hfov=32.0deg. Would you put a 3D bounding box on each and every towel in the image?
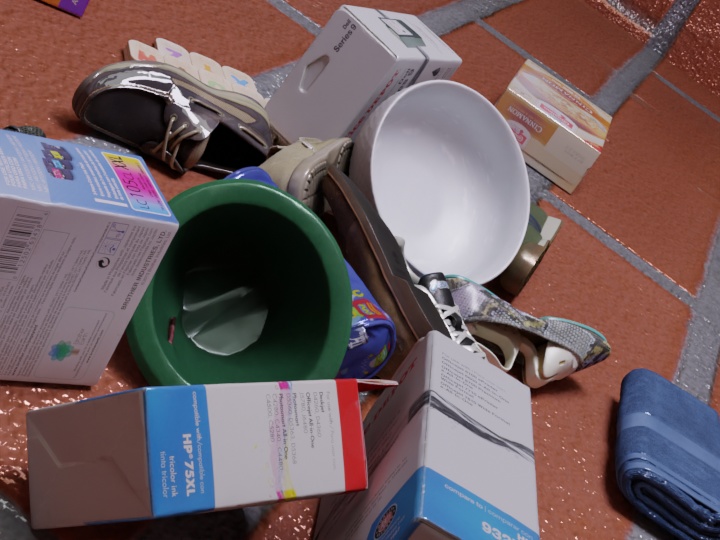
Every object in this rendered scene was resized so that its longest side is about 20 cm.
[{"bbox_3d":[0.278,0.167,1.134,0.111,0.049,0.200,33,26,-1],"label":"towel"}]

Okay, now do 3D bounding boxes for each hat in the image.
[{"bbox_3d":[-0.110,0.027,0.943,0.163,0.176,0.203,11,75,-19],"label":"hat"}]

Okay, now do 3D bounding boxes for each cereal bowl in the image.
[{"bbox_3d":[0.066,-0.076,1.204,0.198,0.083,0.203,8,77,-35],"label":"cereal bowl"}]

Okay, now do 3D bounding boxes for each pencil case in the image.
[{"bbox_3d":[-0.055,0.007,0.983,0.086,0.079,0.200,-17,54,-37],"label":"pencil case"}]

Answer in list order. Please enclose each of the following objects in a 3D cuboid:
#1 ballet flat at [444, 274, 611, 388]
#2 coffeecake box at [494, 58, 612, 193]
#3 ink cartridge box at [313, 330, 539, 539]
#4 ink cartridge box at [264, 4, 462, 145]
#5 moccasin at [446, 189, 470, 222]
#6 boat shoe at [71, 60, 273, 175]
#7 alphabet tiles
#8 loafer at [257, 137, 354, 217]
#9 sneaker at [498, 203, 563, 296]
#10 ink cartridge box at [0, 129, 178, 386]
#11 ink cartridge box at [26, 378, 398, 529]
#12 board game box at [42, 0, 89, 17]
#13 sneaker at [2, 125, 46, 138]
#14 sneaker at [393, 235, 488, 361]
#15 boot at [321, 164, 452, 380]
[{"bbox_3d":[0.144,0.069,1.144,0.198,0.072,0.072,22,27,-23],"label":"ballet flat"},{"bbox_3d":[0.261,-0.204,1.741,0.153,0.073,0.200,35,26,1],"label":"coffeecake box"},{"bbox_3d":[0.034,0.153,0.750,0.083,0.146,0.201,29,25,-9],"label":"ink cartridge box"},{"bbox_3d":[0.005,-0.188,1.300,0.084,0.146,0.200,43,22,12],"label":"ink cartridge box"},{"bbox_3d":[0.091,-0.096,1.357,0.077,0.074,0.202,16,20,-17],"label":"moccasin"},{"bbox_3d":[-0.156,-0.129,1.109,0.198,0.075,0.074,6,40,-37],"label":"boat shoe"},{"bbox_3d":[-0.144,-0.173,1.270,0.198,0.015,0.197,20,29,-28],"label":"alphabet tiles"},{"bbox_3d":[-0.053,-0.086,1.140,0.067,0.077,0.200,11,10,10],"label":"loafer"},{"bbox_3d":[0.154,-0.035,1.330,0.089,0.068,0.200,32,22,7],"label":"sneaker"},{"bbox_3d":[-0.226,-0.010,0.738,0.198,0.137,0.077,7,33,-44],"label":"ink cartridge box"},{"bbox_3d":[-0.077,0.103,0.725,0.198,0.115,0.068,3,77,-47],"label":"ink cartridge box"},{"bbox_3d":[-0.335,-0.417,1.251,0.198,0.201,0.201,19,29,-29],"label":"board game box"},{"bbox_3d":[-0.286,-0.078,0.863,0.198,0.077,0.114,34,23,-8],"label":"sneaker"},{"bbox_3d":[0.064,0.051,1.056,0.071,0.073,0.200,-1,44,-53],"label":"sneaker"},{"bbox_3d":[0.000,0.000,1.031,0.073,0.075,0.201,33,27,-55],"label":"boot"}]
